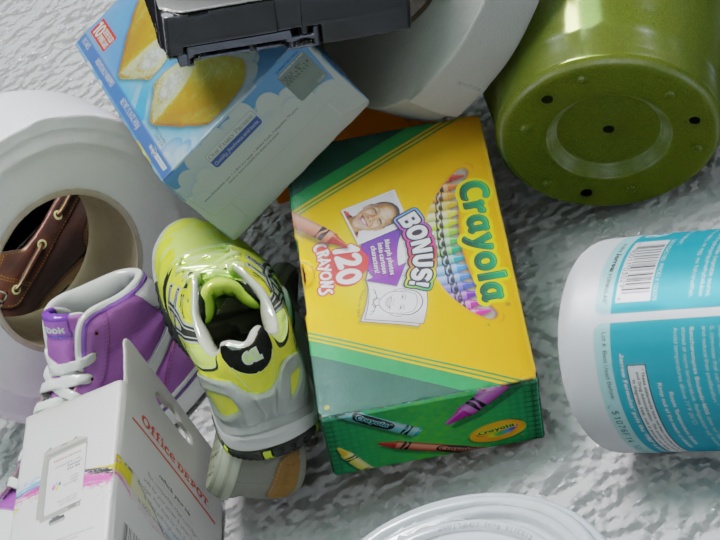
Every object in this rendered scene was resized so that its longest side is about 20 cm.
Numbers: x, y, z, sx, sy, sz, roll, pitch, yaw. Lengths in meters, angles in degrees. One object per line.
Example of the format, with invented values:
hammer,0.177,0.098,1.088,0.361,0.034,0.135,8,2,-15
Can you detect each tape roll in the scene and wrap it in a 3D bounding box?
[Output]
tape roll,0.043,-0.187,1.182,0.203,0.037,0.204,-30,54,51
tape roll,-0.199,-0.008,1.259,0.202,0.203,0.071,-44,38,-16

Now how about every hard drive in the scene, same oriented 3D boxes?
hard drive,-0.061,-0.184,1.162,0.139,0.038,0.200,-10,33,-8

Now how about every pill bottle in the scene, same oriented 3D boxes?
pill bottle,0.205,0.032,0.983,0.199,0.111,0.111,-4,44,33

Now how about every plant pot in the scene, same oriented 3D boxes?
plant pot,0.144,-0.151,1.198,0.200,0.200,0.193,-16,49,21

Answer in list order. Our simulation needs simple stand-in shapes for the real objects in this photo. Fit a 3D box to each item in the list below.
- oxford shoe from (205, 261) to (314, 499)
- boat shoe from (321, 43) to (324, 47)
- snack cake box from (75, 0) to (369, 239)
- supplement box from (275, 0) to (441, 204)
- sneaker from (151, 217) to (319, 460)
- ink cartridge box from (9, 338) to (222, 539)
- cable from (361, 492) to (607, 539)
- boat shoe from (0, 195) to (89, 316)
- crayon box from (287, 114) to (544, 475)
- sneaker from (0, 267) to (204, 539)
oxford shoe,-0.049,0.067,1.185,0.058,0.075,0.200,14,33,-5
boat shoe,-0.043,-0.155,1.299,0.063,0.073,0.200,24,72,40
snack cake box,-0.087,-0.119,1.207,0.115,0.067,0.200,-46,36,6
supplement box,-0.013,-0.151,1.397,0.126,0.074,0.200,-19,38,17
sneaker,-0.071,0.018,1.126,0.075,0.077,0.200,-19,37,-12
ink cartridge box,-0.131,0.146,1.097,0.067,0.117,0.200,-21,36,15
cable,0.044,0.195,0.945,0.199,0.069,0.200,-27,36,8
boat shoe,-0.247,0.004,1.394,0.070,0.070,0.200,14,57,44
crayon box,0.028,0.010,1.132,0.118,0.058,0.200,-10,50,1
sneaker,-0.180,0.084,1.210,0.072,0.114,0.201,8,53,41
